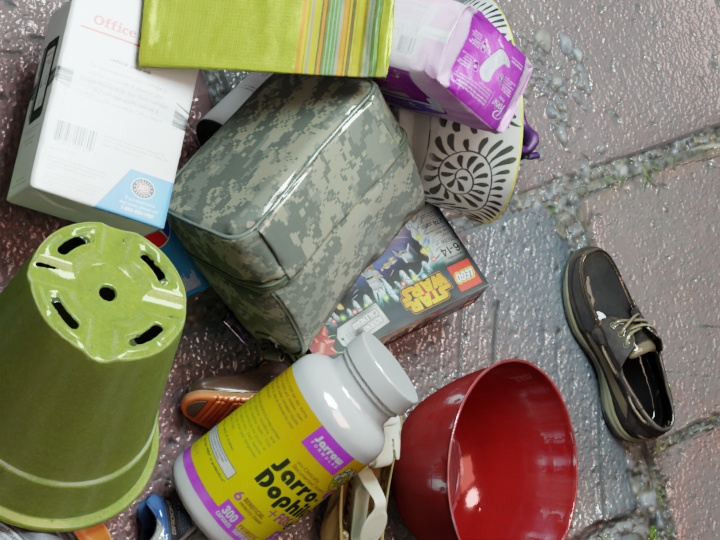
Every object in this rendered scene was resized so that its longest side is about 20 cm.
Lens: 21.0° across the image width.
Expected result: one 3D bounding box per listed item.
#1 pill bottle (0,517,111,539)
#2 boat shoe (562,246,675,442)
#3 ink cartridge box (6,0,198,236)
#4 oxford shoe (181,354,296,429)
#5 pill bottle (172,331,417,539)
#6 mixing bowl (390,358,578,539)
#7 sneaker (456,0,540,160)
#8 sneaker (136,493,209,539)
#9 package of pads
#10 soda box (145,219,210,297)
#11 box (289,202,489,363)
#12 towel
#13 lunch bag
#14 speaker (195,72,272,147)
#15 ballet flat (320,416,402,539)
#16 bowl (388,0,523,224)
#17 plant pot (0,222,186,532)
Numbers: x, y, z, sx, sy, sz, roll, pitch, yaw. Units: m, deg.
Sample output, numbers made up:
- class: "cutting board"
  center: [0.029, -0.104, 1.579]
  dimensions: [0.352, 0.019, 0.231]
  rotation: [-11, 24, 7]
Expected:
- class: "pill bottle"
  center: [-0.286, 0.256, 1.512]
  dimensions: [0.200, 0.106, 0.107]
  rotation: [-43, 107, -27]
- class: "boat shoe"
  center: [0.260, 0.069, 1.878]
  dimensions: [0.074, 0.073, 0.202]
  rotation: [-27, 99, -30]
- class: "ink cartridge box"
  center: [-0.198, -0.139, 1.543]
  dimensions: [0.115, 0.068, 0.202]
  rotation: [18, 74, -24]
- class: "oxford shoe"
  center: [-0.069, 0.099, 1.691]
  dimensions: [0.198, 0.071, 0.074]
  rotation: [3, 61, -33]
- class: "pill bottle"
  center: [-0.051, 0.140, 1.595]
  dimensions: [0.200, 0.104, 0.104]
  rotation: [-39, 109, 10]
- class: "mixing bowl"
  center: [0.097, 0.179, 1.735]
  dimensions: [0.199, 0.108, 0.202]
  rotation: [4, 85, -50]
- class: "sneaker"
  center: [0.115, -0.192, 1.806]
  dimensions: [0.074, 0.087, 0.201]
  rotation: [-29, 101, -30]
- class: "sneaker"
  center: [-0.193, 0.273, 1.593]
  dimensions: [0.085, 0.077, 0.201]
  rotation: [37, 58, -18]
- class: "package of pads"
  center: [0.029, -0.182, 1.581]
  dimensions: [0.120, 0.199, 0.076]
  rotation: [33, 80, -51]
- class: "soda box"
  center: [-0.200, -0.064, 1.615]
  dimensions: [0.064, 0.068, 0.202]
  rotation: [-25, 99, -28]
- class: "box"
  center: [0.000, 0.000, 1.714]
  dimensions: [0.199, 0.040, 0.137]
  rotation: [-25, 75, -33]
- class: "towel"
  center: [-0.073, -0.195, 1.511]
  dimensions: [0.198, 0.018, 0.087]
  rotation: [3, 75, 6]
- class: "lunch bag"
  center: [-0.046, -0.046, 1.591]
  dimensions: [0.200, 0.139, 0.168]
  rotation: [-49, 129, -20]
- class: "speaker"
  center: [-0.054, -0.161, 1.706]
  dimensions: [0.200, 0.081, 0.081]
  rotation: [-46, 108, -26]
- class: "ballet flat"
  center: [0.010, 0.170, 1.675]
  dimensions: [0.068, 0.063, 0.202]
  rotation: [-7, 118, -27]
- class: "bowl"
  center: [0.063, -0.139, 1.698]
  dimensions: [0.093, 0.201, 0.203]
  rotation: [-3, 87, -16]
- class: "plant pot"
  center: [-0.220, 0.065, 1.479]
  dimensions: [0.198, 0.190, 0.201]
  rotation: [15, 49, -18]
